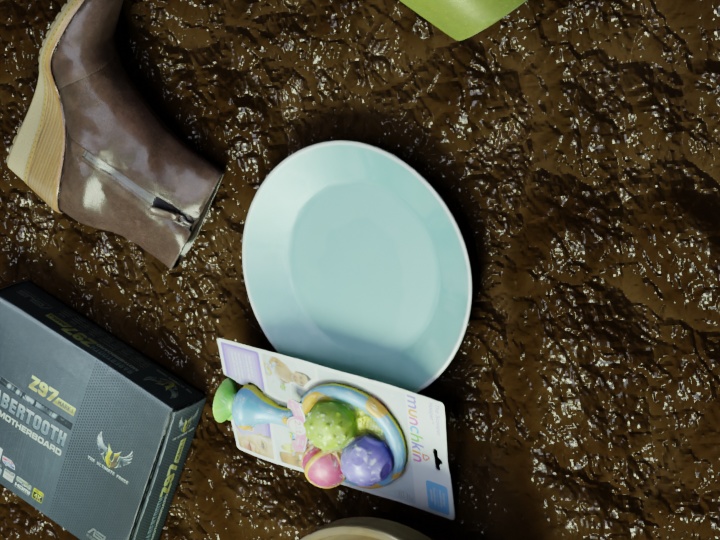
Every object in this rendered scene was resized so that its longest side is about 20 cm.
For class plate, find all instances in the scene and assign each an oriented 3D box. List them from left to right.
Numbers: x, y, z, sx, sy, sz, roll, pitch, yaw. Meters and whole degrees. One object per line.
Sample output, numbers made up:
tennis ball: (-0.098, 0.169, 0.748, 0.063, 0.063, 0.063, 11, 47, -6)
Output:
plate: (0.000, 0.000, 1.714, 0.199, 0.026, 0.201, 9, 108, 29)

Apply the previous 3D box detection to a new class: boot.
boot: (-0.173, -0.118, 1.777, 0.166, 0.072, 0.201, 29, 116, 8)

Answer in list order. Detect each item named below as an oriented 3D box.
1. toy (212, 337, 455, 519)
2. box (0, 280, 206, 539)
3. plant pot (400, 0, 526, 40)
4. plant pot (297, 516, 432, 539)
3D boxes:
toy: (-0.028, 0.129, 1.738, 0.199, 0.047, 0.116, 18, 133, 30)
box: (-0.234, 0.124, 1.878, 0.199, 0.051, 0.158, 31, 117, 21)
plant pot: (0.046, -0.262, 1.537, 0.187, 0.187, 0.200, -30, 103, 34)
plant pot: (0.028, 0.273, 1.734, 0.200, 0.093, 0.202, 9, 108, 28)
